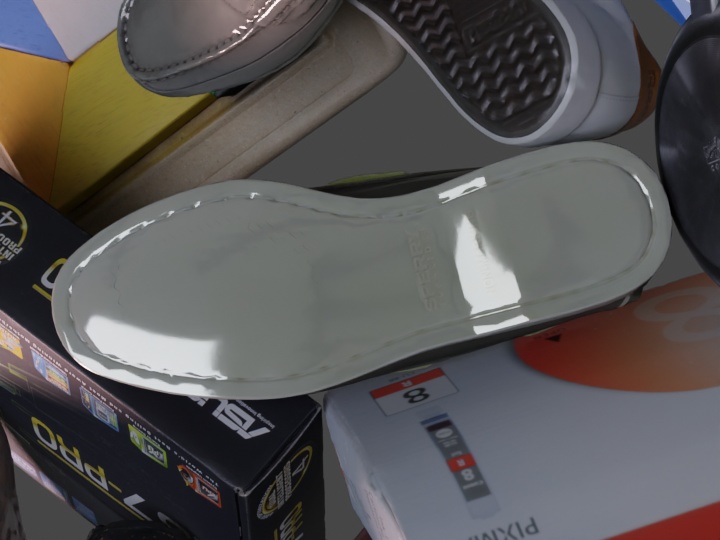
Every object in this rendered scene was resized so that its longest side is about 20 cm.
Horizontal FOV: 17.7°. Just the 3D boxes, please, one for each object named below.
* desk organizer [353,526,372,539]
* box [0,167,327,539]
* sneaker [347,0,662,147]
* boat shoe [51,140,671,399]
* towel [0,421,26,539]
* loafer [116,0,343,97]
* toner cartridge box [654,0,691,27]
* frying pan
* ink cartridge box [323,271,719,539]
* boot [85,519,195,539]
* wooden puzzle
[{"bbox_3d":[0.081,0.153,0.829,0.200,0.072,0.077,46,116,12],"label":"desk organizer"},{"bbox_3d":[-0.102,0.041,0.859,0.200,0.161,0.049,35,69,16],"label":"box"},{"bbox_3d":[0.032,-0.115,0.813,0.073,0.084,0.200,-50,60,29],"label":"sneaker"},{"bbox_3d":[0.001,0.003,0.763,0.201,0.060,0.072,-10,82,-2],"label":"boat shoe"},{"bbox_3d":[-0.136,0.177,0.842,0.032,0.200,0.192,-8,125,5],"label":"towel"},{"bbox_3d":[-0.026,-0.119,0.757,0.200,0.070,0.070,-37,65,41],"label":"loafer"},{"bbox_3d":[0.116,-0.143,0.779,0.200,0.043,0.095,46,112,12],"label":"toner cartridge box"},{"bbox_3d":[0.124,-0.074,0.714,0.115,0.031,0.191,26,124,60],"label":"frying pan"},{"bbox_3d":[0.086,0.062,0.710,0.162,0.200,0.050,-17,105,-9],"label":"ink cartridge box"},{"bbox_3d":[-0.063,0.199,0.833,0.070,0.132,0.200,-18,125,35],"label":"boot"},{"bbox_3d":[-0.102,-0.107,0.893,0.200,0.037,0.185,-35,83,26],"label":"wooden puzzle"}]
